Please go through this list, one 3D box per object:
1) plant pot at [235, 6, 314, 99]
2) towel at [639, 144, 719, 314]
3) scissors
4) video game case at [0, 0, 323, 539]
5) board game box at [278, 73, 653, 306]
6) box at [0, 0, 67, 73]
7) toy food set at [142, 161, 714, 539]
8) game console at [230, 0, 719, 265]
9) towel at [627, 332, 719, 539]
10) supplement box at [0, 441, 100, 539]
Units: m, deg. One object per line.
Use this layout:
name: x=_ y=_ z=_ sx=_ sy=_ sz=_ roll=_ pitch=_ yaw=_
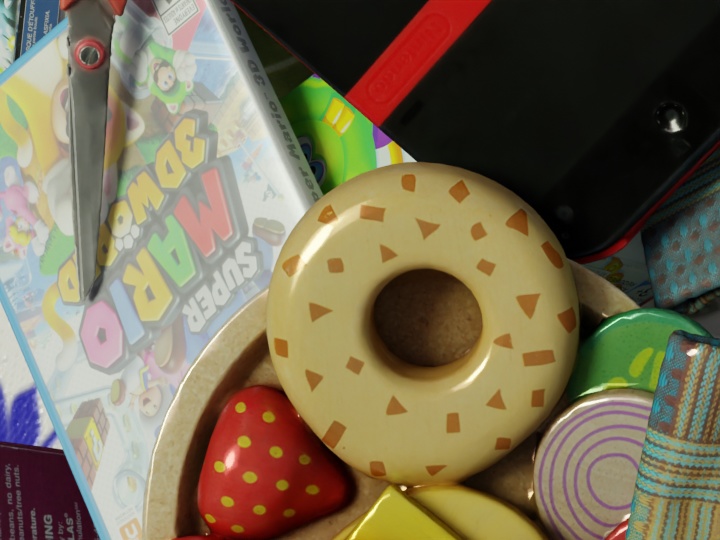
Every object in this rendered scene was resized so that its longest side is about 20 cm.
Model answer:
plant pot: x=-0.069 y=-0.166 z=0.985 sx=0.199 sy=0.189 sz=0.202 roll=-9 pitch=77 yaw=40
towel: x=0.135 y=-0.101 z=0.817 sx=0.146 sy=0.022 sz=0.201 roll=-28 pitch=61 yaw=42
scissors: x=-0.100 y=-0.090 z=0.893 sx=0.014 sy=0.073 sz=0.201 roll=-110 pitch=37 yaw=-69
video game case: x=-0.070 y=0.001 z=0.915 sx=0.143 sy=0.018 sz=0.201 roll=-35 pitch=72 yaw=31
board game box: x=0.000 y=0.000 z=0.948 sx=0.200 sy=0.103 sz=0.105 roll=-35 pitch=61 yaw=31
box: x=-0.214 y=-0.089 z=1.195 sx=0.199 sy=0.040 sz=0.138 roll=-3 pitch=79 yaw=41
toy food set: x=0.029 y=0.083 z=0.806 sx=0.198 sy=0.049 sz=0.200 roll=38 pitch=94 yaw=2
game console: x=0.063 y=-0.112 z=0.778 sx=0.177 sy=0.031 sz=0.200 roll=42 pitch=119 yaw=-3
towel: x=0.142 y=0.125 z=0.756 sx=0.022 sy=0.146 sz=0.201 roll=-90 pitch=9 yaw=-73
supplement box: x=-0.163 y=0.132 z=1.002 sx=0.130 sy=0.199 sz=0.104 roll=-21 pitch=68 yaw=38
